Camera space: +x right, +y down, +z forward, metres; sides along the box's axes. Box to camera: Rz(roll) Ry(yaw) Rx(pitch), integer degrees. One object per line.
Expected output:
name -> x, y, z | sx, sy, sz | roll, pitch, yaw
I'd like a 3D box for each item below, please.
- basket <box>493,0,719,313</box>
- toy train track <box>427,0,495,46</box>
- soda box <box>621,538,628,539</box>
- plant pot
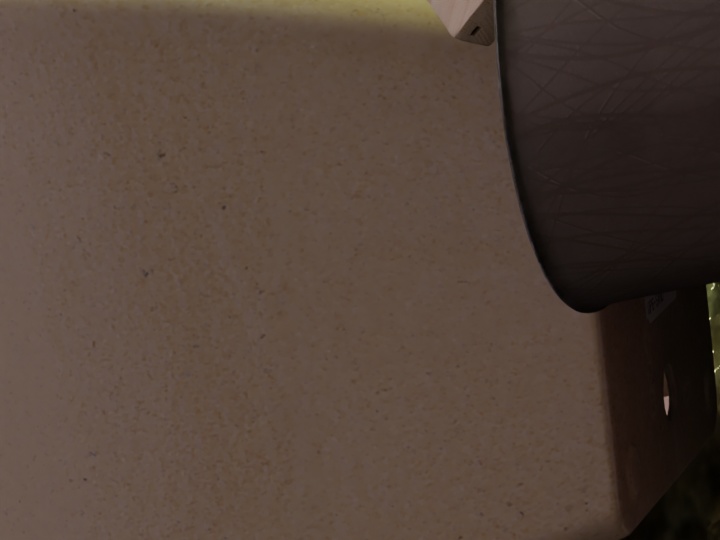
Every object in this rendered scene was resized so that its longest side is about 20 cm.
basket -> 0.148, -0.078, 0.594 | 0.199, 0.136, 0.181 | -3, 54, 23
toy train track -> 0.014, -0.145, 0.654 | 0.115, 0.032, 0.201 | -50, 38, 45
soda box -> 0.039, 0.123, 0.763 | 0.064, 0.067, 0.200 | -66, -9, 13
plant pot -> 0.000, 0.000, 0.721 | 0.176, 0.200, 0.201 | -3, 98, 20
